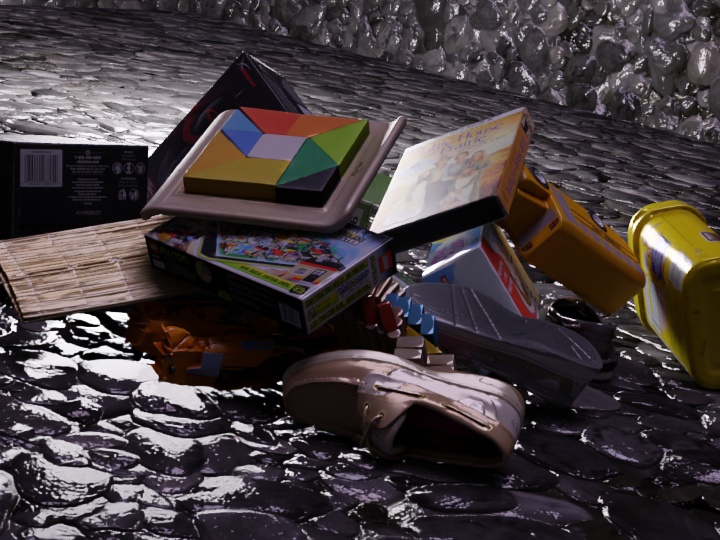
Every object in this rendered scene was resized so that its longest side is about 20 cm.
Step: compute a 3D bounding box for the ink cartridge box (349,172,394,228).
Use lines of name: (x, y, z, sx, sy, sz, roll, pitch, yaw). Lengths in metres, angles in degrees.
ink cartridge box: (-0.033, -0.075, 1.665, 0.198, 0.060, 0.104, 16, 22, 1)

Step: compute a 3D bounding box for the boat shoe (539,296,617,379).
boat shoe: (0.228, 0.056, 1.615, 0.066, 0.058, 0.200, 7, 15, -7)

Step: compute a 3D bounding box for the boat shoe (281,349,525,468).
boat shoe: (0.029, 0.115, 1.237, 0.198, 0.074, 0.069, 5, 38, 9)

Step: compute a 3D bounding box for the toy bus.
toy bus: (0.210, -0.032, 1.623, 0.199, 0.065, 0.079, 31, 28, -40)

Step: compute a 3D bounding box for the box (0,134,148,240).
box: (-0.320, -0.071, 1.556, 0.147, 0.126, 0.199, -1, 6, -36)

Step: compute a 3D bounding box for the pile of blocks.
pile of blocks: (0.012, 0.028, 1.311, 0.199, 0.062, 0.082, 32, 62, 34)

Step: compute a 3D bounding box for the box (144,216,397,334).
box: (-0.078, -0.014, 1.315, 0.199, 0.035, 0.110, 20, 42, 40)

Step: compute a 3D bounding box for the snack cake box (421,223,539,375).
snack cake box: (0.124, 0.016, 1.565, 0.067, 0.116, 0.200, -28, 8, 12)

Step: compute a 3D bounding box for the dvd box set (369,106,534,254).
dvd box set: (0.094, -0.090, 1.569, 0.145, 0.030, 0.200, -18, 24, 24)

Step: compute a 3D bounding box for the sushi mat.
sushi mat: (-0.216, -0.005, 1.356, 0.198, 0.012, 0.096, -10, 48, -30)

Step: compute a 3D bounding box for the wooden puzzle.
wooden puzzle: (-0.075, -0.097, 1.379, 0.198, 0.038, 0.185, 2, 33, 20)

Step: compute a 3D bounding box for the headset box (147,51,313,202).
headset box: (-0.128, -0.089, 1.542, 0.075, 0.200, 0.149, 27, 23, -51)

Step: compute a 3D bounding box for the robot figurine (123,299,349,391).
robot figurine: (-0.098, 0.064, 1.372, 0.198, 0.059, 0.145, 1, 19, -29)

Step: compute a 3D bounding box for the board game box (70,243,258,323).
board game box: (-0.179, 0.015, 1.452, 0.198, 0.035, 0.126, 6, -15, -16)

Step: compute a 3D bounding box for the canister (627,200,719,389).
canister: (0.350, 0.024, 1.639, 0.086, 0.150, 0.200, -10, 18, -3)

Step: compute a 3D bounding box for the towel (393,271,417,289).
towel: (0.000, 0.000, 1.501, 0.149, 0.031, 0.200, 38, 7, 30)

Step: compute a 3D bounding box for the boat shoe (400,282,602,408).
boat shoe: (0.119, 0.069, 1.392, 0.200, 0.065, 0.075, 18, 29, -22)
